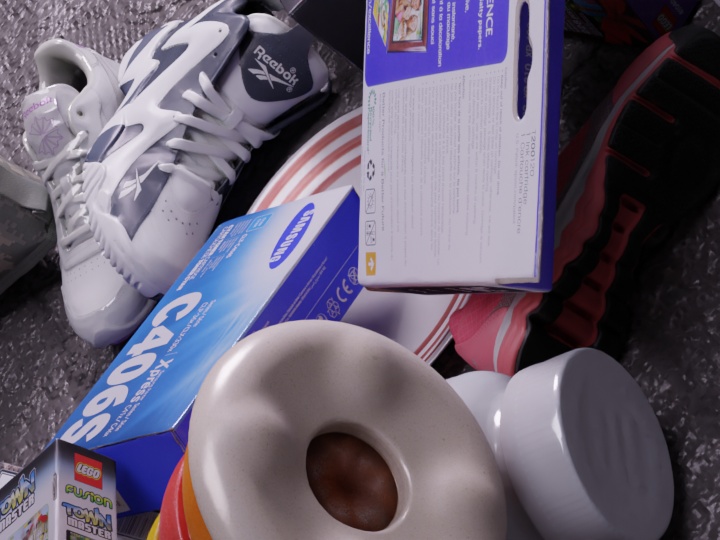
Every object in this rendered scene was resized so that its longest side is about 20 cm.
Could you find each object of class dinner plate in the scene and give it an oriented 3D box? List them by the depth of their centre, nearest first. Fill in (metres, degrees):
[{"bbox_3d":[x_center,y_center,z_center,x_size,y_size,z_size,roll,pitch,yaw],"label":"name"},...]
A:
[{"bbox_3d":[0.000,0.000,1.384,0.200,0.024,0.201,-26,46,30],"label":"dinner plate"}]

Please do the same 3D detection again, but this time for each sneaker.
[{"bbox_3d":[0.103,-0.034,1.266,0.087,0.074,0.200,24,81,52],"label":"sneaker"},{"bbox_3d":[-0.077,-0.083,1.469,0.129,0.079,0.199,-33,28,32],"label":"sneaker"},{"bbox_3d":[-0.160,-0.045,1.518,0.075,0.100,0.200,-29,47,27],"label":"sneaker"}]

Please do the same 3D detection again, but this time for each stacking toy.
[{"bbox_3d":[-0.043,0.124,1.136,0.200,0.146,0.146,-44,35,47],"label":"stacking toy"}]

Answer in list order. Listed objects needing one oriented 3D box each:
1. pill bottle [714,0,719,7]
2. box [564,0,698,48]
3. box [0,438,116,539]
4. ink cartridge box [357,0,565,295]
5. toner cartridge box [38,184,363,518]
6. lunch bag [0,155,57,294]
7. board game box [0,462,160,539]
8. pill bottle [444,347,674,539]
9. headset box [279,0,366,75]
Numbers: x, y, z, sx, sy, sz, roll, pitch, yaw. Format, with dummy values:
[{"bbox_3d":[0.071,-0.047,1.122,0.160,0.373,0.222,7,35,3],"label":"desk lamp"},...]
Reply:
[{"bbox_3d":[0.236,-0.199,1.219,0.200,0.111,0.111,-38,42,20],"label":"pill bottle"},{"bbox_3d":[0.063,-0.190,1.316,0.137,0.200,0.039,17,68,50],"label":"box"},{"bbox_3d":[-0.183,0.175,1.247,0.200,0.035,0.110,-40,39,36],"label":"box"},{"bbox_3d":[0.056,-0.088,1.222,0.200,0.043,0.199,179,94,-68],"label":"ink cartridge box"},{"bbox_3d":[-0.070,0.040,1.311,0.095,0.043,0.200,-14,28,37],"label":"toner cartridge box"},{"bbox_3d":[-0.289,-0.039,1.577,0.200,0.164,0.118,-26,46,41],"label":"lunch bag"},{"bbox_3d":[-0.145,0.213,1.318,0.159,0.097,0.200,9,69,48],"label":"board game box"},{"bbox_3d":[0.034,0.110,1.202,0.200,0.110,0.110,-24,48,31],"label":"pill bottle"},{"bbox_3d":[0.009,-0.214,1.487,0.149,0.077,0.200,-45,41,13],"label":"headset box"}]
